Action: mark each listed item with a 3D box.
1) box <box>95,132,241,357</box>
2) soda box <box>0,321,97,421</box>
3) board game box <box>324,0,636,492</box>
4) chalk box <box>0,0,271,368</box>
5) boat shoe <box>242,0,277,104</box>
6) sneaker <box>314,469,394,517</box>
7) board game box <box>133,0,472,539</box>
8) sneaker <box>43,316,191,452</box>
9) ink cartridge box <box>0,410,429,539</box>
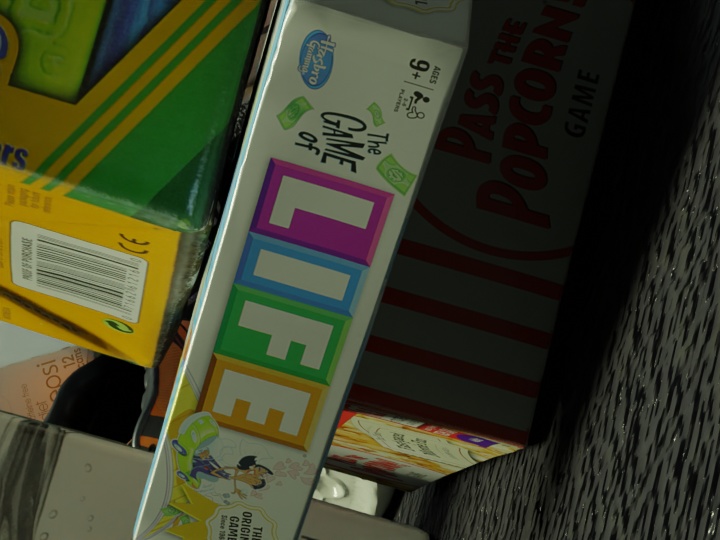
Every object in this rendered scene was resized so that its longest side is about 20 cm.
[{"bbox_3d":[-0.082,0.014,1.088,0.200,0.044,0.160,-39,-14,0],"label":"box"},{"bbox_3d":[-0.162,-0.004,0.984,0.200,0.068,0.064,-117,15,-45],"label":"soda box"},{"bbox_3d":[0.025,-0.025,0.615,0.200,0.046,0.152,125,160,-79],"label":"board game box"},{"bbox_3d":[-0.074,-0.100,0.555,0.125,0.123,0.201,119,166,-71],"label":"chalk box"},{"bbox_3d":[-0.034,-0.098,0.810,0.200,0.072,0.066,-61,-7,-65],"label":"boat shoe"},{"bbox_3d":[0.000,0.000,0.823,0.201,0.080,0.147,100,-167,-54],"label":"sneaker"},{"bbox_3d":[-0.005,-0.047,0.529,0.200,0.034,0.135,-80,7,-55],"label":"board game box"},{"bbox_3d":[-0.079,0.112,0.892,0.112,0.077,0.201,26,-128,-58],"label":"sneaker"},{"bbox_3d":[-0.096,0.119,0.680,0.084,0.199,0.147,139,146,-83],"label":"ink cartridge box"}]
